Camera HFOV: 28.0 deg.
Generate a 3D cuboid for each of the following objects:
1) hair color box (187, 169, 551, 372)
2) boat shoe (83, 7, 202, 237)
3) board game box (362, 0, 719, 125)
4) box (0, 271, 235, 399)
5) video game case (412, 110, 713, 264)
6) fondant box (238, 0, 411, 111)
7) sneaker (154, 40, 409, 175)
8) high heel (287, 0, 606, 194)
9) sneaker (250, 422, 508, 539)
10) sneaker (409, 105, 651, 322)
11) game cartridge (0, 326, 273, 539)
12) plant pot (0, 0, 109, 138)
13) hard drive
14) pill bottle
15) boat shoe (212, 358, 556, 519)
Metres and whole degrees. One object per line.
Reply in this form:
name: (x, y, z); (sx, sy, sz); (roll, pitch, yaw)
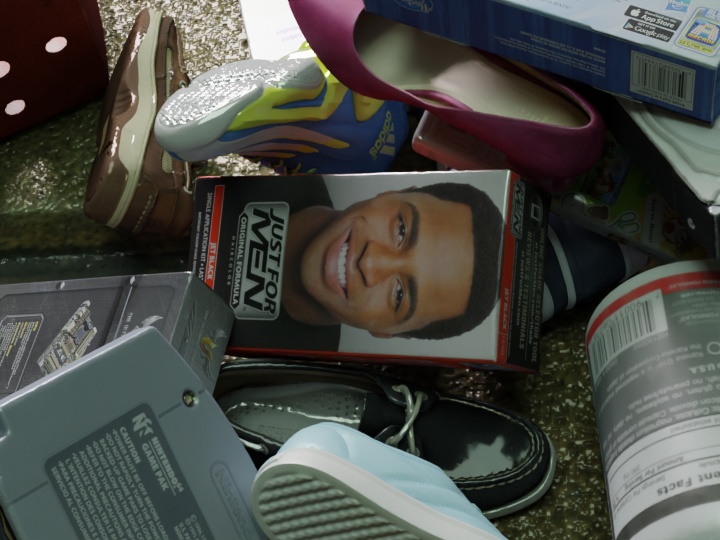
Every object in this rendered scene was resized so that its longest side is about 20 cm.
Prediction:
hair color box: (0.000, 0.000, 0.794); (0.199, 0.061, 0.102); (0, 81, 29)
boat shoe: (-0.131, -0.093, 0.953); (0.074, 0.075, 0.203); (20, 43, -18)
board game box: (0.134, -0.182, 0.761); (0.199, 0.044, 0.199); (23, 58, 25)
box: (-0.166, 0.100, 0.768); (0.157, 0.048, 0.201); (-4, 57, 28)
video game case: (0.151, -0.121, 0.827); (0.181, 0.023, 0.201); (24, 77, 5)
fondant box: (-0.012, -0.191, 1.003); (0.143, 0.058, 0.201); (-14, 52, -1)
sneaker: (-0.031, -0.079, 0.851); (0.075, 0.106, 0.199); (12, 32, 43)
high heel: (0.041, -0.113, 0.761); (0.200, 0.096, 0.067); (41, 80, 9)
sneaker: (0.046, 0.135, 0.712); (0.199, 0.074, 0.082); (35, 30, 2)
sneaker: (0.068, -0.044, 0.865); (0.108, 0.070, 0.200); (-34, 57, -18)
game cartridge: (-0.097, 0.136, 0.683); (0.133, 0.201, 0.040); (-28, 5, -40)
plant pot: (-0.275, -0.197, 0.980); (0.199, 0.200, 0.177); (-26, 63, -10)
hard drive: (0.192, -0.103, 0.740); (0.139, 0.038, 0.201); (-22, 44, -5)
pill bottle: (0.176, 0.105, 0.700); (0.113, 0.114, 0.201); (-6, 52, 6)
boat shoe: (0.005, 0.085, 0.779); (0.198, 0.061, 0.074); (9, 57, 17)
